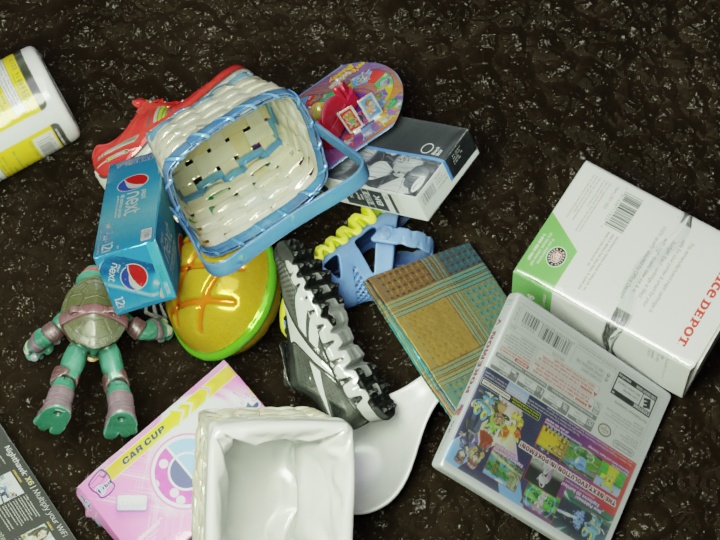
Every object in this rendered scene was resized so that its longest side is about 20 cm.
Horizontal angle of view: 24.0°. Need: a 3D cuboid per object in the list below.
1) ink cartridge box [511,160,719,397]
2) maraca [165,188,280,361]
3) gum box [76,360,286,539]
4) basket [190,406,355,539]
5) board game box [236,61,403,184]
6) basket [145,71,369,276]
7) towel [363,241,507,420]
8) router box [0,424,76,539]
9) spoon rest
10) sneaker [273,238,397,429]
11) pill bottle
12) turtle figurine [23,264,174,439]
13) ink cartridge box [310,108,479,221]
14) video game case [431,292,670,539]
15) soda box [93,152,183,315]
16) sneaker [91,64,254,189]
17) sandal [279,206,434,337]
[{"bbox_3d":[0.268,0.009,1.652,0.199,0.085,0.147,30,69,16],"label":"ink cartridge box"},{"bbox_3d":[-0.144,0.002,1.701,0.137,0.107,0.201,-37,48,16],"label":"maraca"},{"bbox_3d":[-0.167,0.200,1.647,0.200,0.066,0.114,-41,71,-9],"label":"gum box"},{"bbox_3d":[-0.086,0.226,1.549,0.134,0.123,0.202,0,96,-17],"label":"basket"},{"bbox_3d":[-0.053,-0.158,1.733,0.199,0.039,0.158,-34,36,2],"label":"board game box"},{"bbox_3d":[-0.101,-0.091,1.604,0.175,0.140,0.200,-31,36,-8],"label":"basket"},{"bbox_3d":[0.107,0.071,1.650,0.146,0.022,0.201,-18,65,-37],"label":"towel"},{"bbox_3d":[-0.375,0.253,1.628,0.156,0.052,0.201,-25,66,-32],"label":"router box"},{"bbox_3d":[0.036,0.151,1.645,0.200,0.061,0.099,-42,70,-10],"label":"spoon rest"},{"bbox_3d":[-0.048,0.070,1.629,0.090,0.066,0.201,-30,83,22],"label":"sneaker"},{"bbox_3d":[-0.405,-0.143,1.782,0.199,0.111,0.112,-29,69,-5],"label":"pill bottle"},{"bbox_3d":[-0.265,0.067,1.674,0.148,0.101,0.201,-5,51,2],"label":"turtle figurine"},{"bbox_3d":[0.014,-0.111,1.704,0.199,0.039,0.100,13,56,41],"label":"ink cartridge box"},{"bbox_3d":[0.183,0.149,1.591,0.199,0.023,0.183,33,73,-20],"label":"video game case"},{"bbox_3d":[-0.214,-0.041,1.659,0.064,0.068,0.201,-15,29,6],"label":"soda box"},{"bbox_3d":[-0.201,-0.160,1.786,0.199,0.077,0.085,-39,65,-9],"label":"sneaker"},{"bbox_3d":[0.000,0.000,1.700,0.087,0.080,0.200,42,80,15],"label":"sandal"}]
